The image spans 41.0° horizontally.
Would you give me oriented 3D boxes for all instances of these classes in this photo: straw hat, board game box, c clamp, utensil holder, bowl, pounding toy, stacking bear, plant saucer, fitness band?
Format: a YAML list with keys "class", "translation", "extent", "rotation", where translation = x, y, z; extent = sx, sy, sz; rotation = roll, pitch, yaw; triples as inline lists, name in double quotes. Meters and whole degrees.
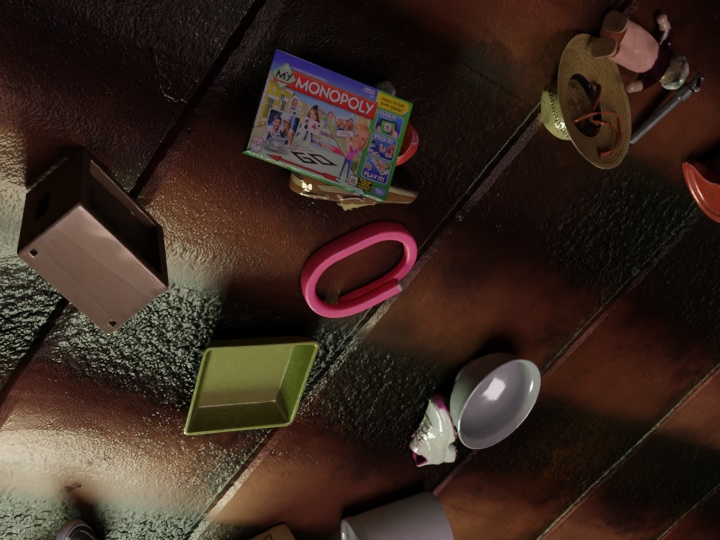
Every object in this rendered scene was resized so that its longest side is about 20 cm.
- class: "straw hat"
  translation: [0.315, -0.240, 1.429]
  extent: [0.199, 0.205, 0.084]
  rotation: [21, 162, -40]
- class: "board game box"
  translation: [-0.041, -0.185, 1.244]
  extent: [0.197, 0.029, 0.137]
  rotation: [17, 87, -19]
- class: "c clamp"
  translation: [0.456, -0.238, 1.485]
  extent: [0.200, 0.027, 0.171]
  rotation: [-46, 176, 36]
- class: "utensil holder"
  translation: [0.079, 0.572, 2.014]
  extent: [0.197, 0.171, 0.172]
  rotation: [-14, 136, -17]
- class: "bowl"
  translation: [0.238, 0.229, 1.818]
  extent: [0.199, 0.090, 0.204]
  rotation: [-21, 131, -26]
- class: "pounding toy"
  translation: [-0.343, -0.028, 1.227]
  extent: [0.141, 0.201, 0.184]
  rotation: [-36, 123, 8]
- class: "stacking bear"
  translation: [0.681, -0.184, 1.675]
  extent: [0.199, 0.122, 0.114]
  rotation: [-35, 136, -5]
- class: "plant saucer"
  translation: [-0.186, 0.179, 1.587]
  extent: [0.197, 0.048, 0.202]
  rotation: [-1, 130, -27]
- class: "fitness band"
  translation: [0.000, 0.000, 1.527]
  extent: [0.198, 0.038, 0.145]
  rotation: [-26, 137, -6]

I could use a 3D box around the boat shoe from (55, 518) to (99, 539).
- class: "boat shoe"
  translation: [-0.480, 0.505, 1.711]
  extent: [0.069, 0.056, 0.201]
  rotation: [-59, 155, -31]

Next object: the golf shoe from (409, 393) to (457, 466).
- class: "golf shoe"
  translation: [0.140, 0.321, 1.881]
  extent: [0.090, 0.076, 0.202]
  rotation: [-17, 135, -8]

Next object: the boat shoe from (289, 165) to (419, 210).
- class: "boat shoe"
  translation: [-0.013, -0.128, 1.380]
  extent: [0.197, 0.076, 0.074]
  rotation: [12, 130, -26]

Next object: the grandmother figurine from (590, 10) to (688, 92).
- class: "grandmother figurine"
  translation: [0.429, -0.324, 1.440]
  extent: [0.198, 0.061, 0.122]
  rotation: [17, 111, -41]

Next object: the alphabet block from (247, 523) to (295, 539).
- class: "alphabet block"
  translation: [-0.186, 0.673, 1.942]
  extent: [0.194, 0.201, 0.197]
  rotation: [-23, 138, -6]

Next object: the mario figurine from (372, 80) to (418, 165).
- class: "mario figurine"
  translation: [-0.003, -0.189, 1.297]
  extent: [0.197, 0.107, 0.125]
  rotation: [4, 126, -29]
